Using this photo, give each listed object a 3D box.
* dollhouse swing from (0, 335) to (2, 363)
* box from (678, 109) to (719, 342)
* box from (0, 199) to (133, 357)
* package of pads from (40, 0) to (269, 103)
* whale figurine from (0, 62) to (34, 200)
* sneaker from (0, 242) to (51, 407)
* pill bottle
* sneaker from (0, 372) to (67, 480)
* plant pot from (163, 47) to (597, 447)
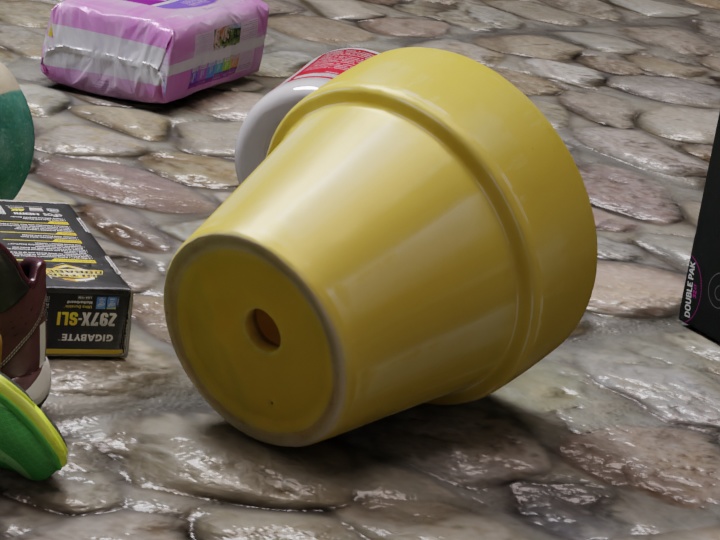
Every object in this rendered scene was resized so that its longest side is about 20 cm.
[{"bbox_3d":[-0.233,0.098,0.886,0.176,0.200,0.182,22,22,35],"label":"dollhouse swing"},{"bbox_3d":[0.315,-0.039,1.587,0.124,0.200,0.148,-3,20,-33],"label":"box"},{"bbox_3d":[-0.251,0.001,1.443,0.200,0.049,0.160,2,21,-22],"label":"box"},{"bbox_3d":[-0.172,-0.196,2.060,0.120,0.076,0.200,16,19,18],"label":"package of pads"},{"bbox_3d":[-0.297,-0.060,1.558,0.200,0.104,0.159,-30,4,-34],"label":"whale figurine"},{"bbox_3d":[-0.255,0.017,1.277,0.200,0.116,0.076,-1,20,-29],"label":"sneaker"},{"bbox_3d":[-0.014,-0.099,1.767,0.112,0.112,0.200,12,18,10],"label":"pill bottle"},{"bbox_3d":[-0.243,0.066,1.213,0.200,0.084,0.074,23,-7,-14],"label":"sneaker"},{"bbox_3d":[0.000,0.000,1.355,0.201,0.201,0.189,20,36,32],"label":"plant pot"}]
